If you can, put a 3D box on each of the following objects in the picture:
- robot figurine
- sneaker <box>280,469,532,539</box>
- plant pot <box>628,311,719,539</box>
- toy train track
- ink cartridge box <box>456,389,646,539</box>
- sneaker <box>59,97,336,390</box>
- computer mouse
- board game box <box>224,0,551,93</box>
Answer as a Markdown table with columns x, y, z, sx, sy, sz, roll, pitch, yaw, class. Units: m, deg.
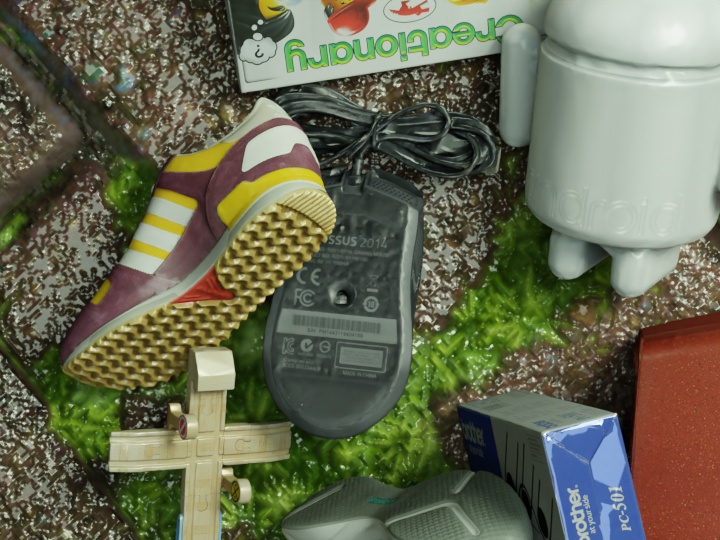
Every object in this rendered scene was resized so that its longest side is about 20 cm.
| x | y | z | sx | sy | sz | roll | pitch | yaw | class |
| --- | --- | --- | --- | --- | --- | --- | --- | --- | --- |
| 0.154 | -0.090 | 1.063 | 0.168 | 0.113 | 0.202 | 14 | 113 | 24 | robot figurine |
| 0.035 | 0.160 | 1.052 | 0.070 | 0.200 | 0.081 | -31 | 102 | -31 | sneaker |
| 0.237 | 0.108 | 1.060 | 0.174 | 0.200 | 0.202 | 4 | 91 | 9 | plant pot |
| -0.088 | 0.146 | 1.092 | 0.114 | 0.032 | 0.202 | -2 | 103 | -28 | toy train track |
| 0.102 | 0.121 | 1.037 | 0.044 | 0.200 | 0.095 | -13 | 92 | -9 | ink cartridge box |
| -0.100 | -0.012 | 1.085 | 0.199 | 0.075 | 0.091 | -37 | 53 | 20 | sneaker |
| 0.000 | 0.000 | 1.104 | 0.137 | 0.053 | 0.202 | 10 | 82 | 6 | computer mouse |
| 0.018 | -0.180 | 1.082 | 0.198 | 0.035 | 0.127 | -10 | 120 | -3 | board game box |
